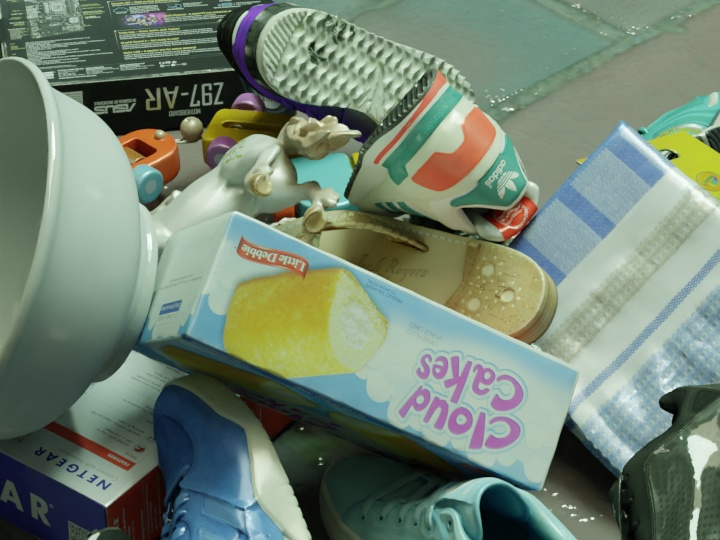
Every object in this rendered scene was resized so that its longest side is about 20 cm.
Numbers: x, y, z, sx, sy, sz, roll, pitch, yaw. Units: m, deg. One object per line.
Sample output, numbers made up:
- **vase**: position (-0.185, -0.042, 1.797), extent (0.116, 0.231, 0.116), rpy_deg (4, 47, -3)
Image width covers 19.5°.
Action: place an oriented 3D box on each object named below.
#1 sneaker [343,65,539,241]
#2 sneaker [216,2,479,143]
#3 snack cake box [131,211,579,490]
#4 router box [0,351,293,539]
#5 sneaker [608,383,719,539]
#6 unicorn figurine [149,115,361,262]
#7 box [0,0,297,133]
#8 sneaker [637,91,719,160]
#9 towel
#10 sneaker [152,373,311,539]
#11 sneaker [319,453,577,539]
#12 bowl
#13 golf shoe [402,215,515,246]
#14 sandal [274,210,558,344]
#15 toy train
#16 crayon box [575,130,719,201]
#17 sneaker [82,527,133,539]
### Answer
- **sneaker**: position (0.049, -0.045, 1.166), extent (0.093, 0.200, 0.070), rpy_deg (41, 81, 4)
- **sneaker**: position (-0.011, -0.123, 1.346), extent (0.199, 0.070, 0.099), rpy_deg (27, -4, -41)
- **snack cake box**: position (-0.005, 0.044, 1.054), extent (0.199, 0.068, 0.115), rpy_deg (24, -14, -17)
- **router box**: position (-0.156, 0.061, 1.153), extent (0.199, 0.049, 0.179), rpy_deg (23, 40, 28)
- **sneaker**: position (0.159, 0.136, 1.024), extent (0.090, 0.067, 0.201), rpy_deg (4, 57, 31)
- **unicorn figurine**: position (-0.096, -0.025, 1.156), extent (0.198, 0.074, 0.137), rpy_deg (-24, 24, -11)
- **box**: position (-0.154, -0.157, 1.473), extent (0.198, 0.044, 0.161), rpy_deg (-6, 35, -11)
- **sneaker**: position (0.209, -0.064, 1.349), extent (0.079, 0.078, 0.200), rpy_deg (2, 24, 36)
- **towel**: position (0.159, 0.034, 1.111), extent (0.147, 0.024, 0.200), rpy_deg (-46, 67, 4)
- **sneaker**: position (-0.085, 0.140, 0.993), extent (0.110, 0.077, 0.201), rpy_deg (-13, 58, -25)
- **sneaker**: position (0.055, 0.126, 1.037), extent (0.074, 0.083, 0.199), rpy_deg (-26, 40, -36)
- **bowl**: position (-0.163, 0.001, 1.061), extent (0.090, 0.202, 0.202), rpy_deg (16, 26, -30)
- **golf shoe**: position (0.096, 0.007, 1.241), extent (0.088, 0.078, 0.200), rpy_deg (11, 20, -38)
- **sandal**: position (0.002, -0.005, 1.140), extent (0.210, 0.070, 0.078), rpy_deg (8, 71, 32)
- **toy train**: position (-0.080, -0.045, 1.310), extent (0.199, 0.056, 0.150), rpy_deg (25, 43, 33)
- **crayon box**: position (0.221, 0.000, 1.200), extent (0.200, 0.051, 0.126), rpy_deg (41, 33, 27)
- **sneaker**: position (-0.094, 0.211, 0.893), extent (0.087, 0.076, 0.202), rpy_deg (6, 63, -5)
